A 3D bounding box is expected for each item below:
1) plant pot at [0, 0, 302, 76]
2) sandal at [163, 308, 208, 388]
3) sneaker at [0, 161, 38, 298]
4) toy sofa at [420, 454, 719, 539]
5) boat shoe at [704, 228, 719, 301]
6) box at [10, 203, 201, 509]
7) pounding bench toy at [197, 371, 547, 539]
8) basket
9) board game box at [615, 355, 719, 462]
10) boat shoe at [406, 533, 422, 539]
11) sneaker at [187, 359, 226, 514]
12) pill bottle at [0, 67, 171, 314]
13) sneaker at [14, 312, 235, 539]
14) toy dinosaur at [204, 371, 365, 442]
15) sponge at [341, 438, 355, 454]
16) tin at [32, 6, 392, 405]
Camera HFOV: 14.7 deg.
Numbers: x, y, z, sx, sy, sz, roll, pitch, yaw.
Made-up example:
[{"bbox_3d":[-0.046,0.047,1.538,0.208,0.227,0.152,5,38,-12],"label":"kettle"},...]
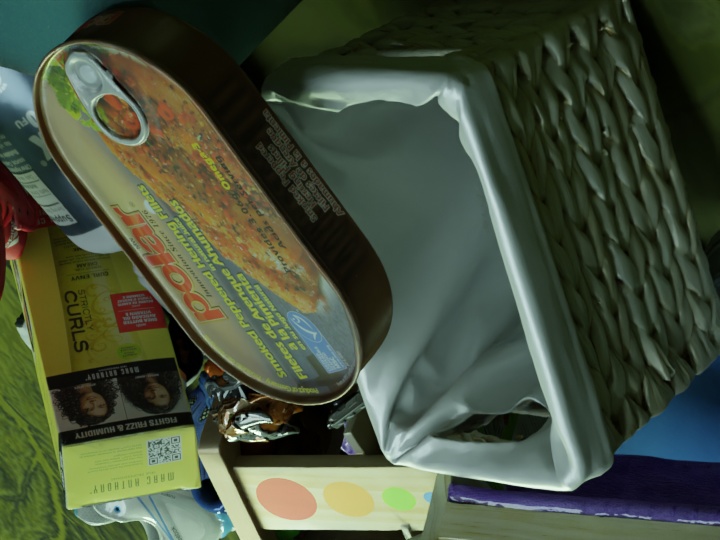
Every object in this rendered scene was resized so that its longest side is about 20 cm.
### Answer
[{"bbox_3d":[-0.116,-0.201,1.250,0.141,0.141,0.201,17,141,35],"label":"plant pot"},{"bbox_3d":[-0.117,0.038,1.637,0.079,0.059,0.207,43,173,-10],"label":"sandal"},{"bbox_3d":[-0.195,-0.026,1.444,0.115,0.078,0.200,39,-161,-42],"label":"sneaker"},{"bbox_3d":[0.133,0.115,1.290,0.199,0.098,0.083,2,154,28],"label":"toy sofa"},{"bbox_3d":[0.214,0.011,1.221,0.200,0.072,0.070,-5,129,52],"label":"boat shoe"},{"bbox_3d":[-0.140,0.037,1.497,0.201,0.075,0.050,-109,14,-47],"label":"box"},{"bbox_3d":[0.015,0.114,1.491,0.155,0.125,0.201,-3,134,22],"label":"pounding bench toy"},{"bbox_3d":[0.065,-0.020,1.257,0.135,0.123,0.201,4,119,48],"label":"basket"},{"bbox_3d":[0.199,0.082,1.363,0.199,0.039,0.159,32,131,29],"label":"board game box"},{"bbox_3d":[0.097,0.176,1.397,0.199,0.074,0.060,7,156,-18],"label":"boat shoe"},{"bbox_3d":[-0.067,0.111,1.647,0.075,0.078,0.200,39,172,29],"label":"sneaker"},{"bbox_3d":[-0.128,-0.080,1.446,0.200,0.120,0.119,49,150,-18],"label":"pill bottle"},{"bbox_3d":[-0.159,0.112,1.768,0.200,0.087,0.075,50,171,-13],"label":"sneaker"},{"bbox_3d":[0.000,0.000,1.380,0.136,0.199,0.102,61,180,34],"label":"toy dinosaur"},{"bbox_3d":[-0.048,0.021,1.585,0.200,0.030,0.112,42,152,-6],"label":"sponge"},{"bbox_3d":[-0.064,-0.028,1.233,0.112,0.042,0.200,-20,113,45],"label":"tin"}]
